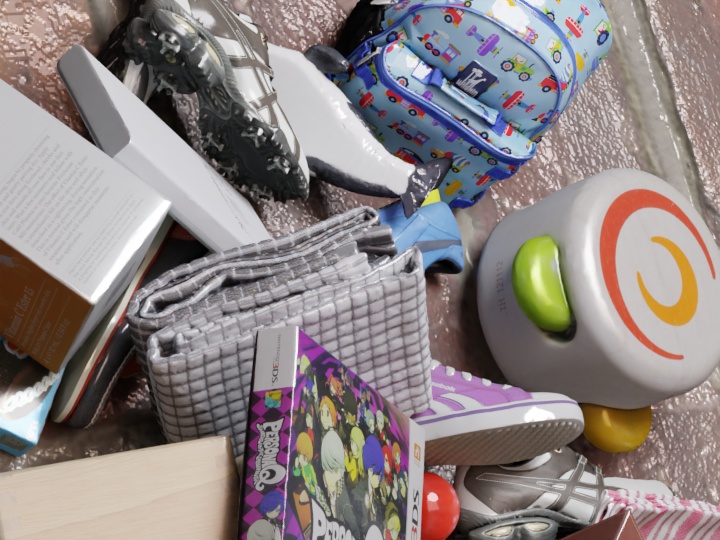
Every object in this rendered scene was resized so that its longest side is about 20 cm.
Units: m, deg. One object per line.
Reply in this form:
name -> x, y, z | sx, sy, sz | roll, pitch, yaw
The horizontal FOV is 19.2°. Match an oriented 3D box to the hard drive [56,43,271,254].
hard drive -> -0.126, -0.063, 1.495 | 0.200, 0.027, 0.132 | 44, 9, -42

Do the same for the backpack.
backpack -> 0.088, -0.162, 1.651 | 0.182, 0.200, 0.135 | 36, 54, -15

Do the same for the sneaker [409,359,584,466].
sneaker -> 0.062, 0.084, 1.570 | 0.200, 0.073, 0.114 | -5, 61, 6

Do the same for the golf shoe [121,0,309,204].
golf shoe -> -0.085, -0.136, 1.560 | 0.200, 0.078, 0.095 | 55, 47, -35

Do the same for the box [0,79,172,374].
box -> -0.242, -0.044, 1.401 | 0.200, 0.124, 0.098 | 36, 60, 0

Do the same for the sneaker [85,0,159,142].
sneaker -> -0.146, -0.169, 1.592 | 0.079, 0.074, 0.200 | 34, 57, -21

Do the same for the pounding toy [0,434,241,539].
pounding toy -> -0.151, 0.206, 1.388 | 0.184, 0.200, 0.142 | -8, 75, -19

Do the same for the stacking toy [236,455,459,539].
stacking toy -> -0.007, 0.173, 1.507 | 0.200, 0.085, 0.086 | 6, 67, -43

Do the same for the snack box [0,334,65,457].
snack box -> -0.248, 0.015, 1.474 | 0.116, 0.037, 0.200 | 27, 59, -18

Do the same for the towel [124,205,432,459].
towel -> -0.053, 0.050, 1.470 | 0.200, 0.166, 0.086 | -22, 51, -11

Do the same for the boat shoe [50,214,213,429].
boat shoe -> -0.155, 0.037, 1.508 | 0.063, 0.071, 0.200 | 38, 52, -17

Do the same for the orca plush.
orca plush -> -0.021, -0.115, 1.639 | 0.200, 0.071, 0.105 | 21, 95, 12

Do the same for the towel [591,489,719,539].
towel -> 0.217, 0.241, 1.600 | 0.200, 0.030, 0.147 | 13, 98, -51

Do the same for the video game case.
video game case -> -0.016, 0.156, 1.378 | 0.200, 0.036, 0.182 | 43, 44, -54

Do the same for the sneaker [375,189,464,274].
sneaker -> 0.000, 0.000, 1.618 | 0.200, 0.066, 0.079 | -21, 87, -36

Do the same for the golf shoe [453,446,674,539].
golf shoe -> 0.159, 0.164, 1.630 | 0.200, 0.078, 0.095 | -3, 79, -34

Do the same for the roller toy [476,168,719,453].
roller toy -> 0.189, 0.024, 1.679 | 0.200, 0.140, 0.183 | 47, 49, -19

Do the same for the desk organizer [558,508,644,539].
desk organizer -> 0.123, 0.225, 1.356 | 0.072, 0.200, 0.077 | 39, 54, -12
